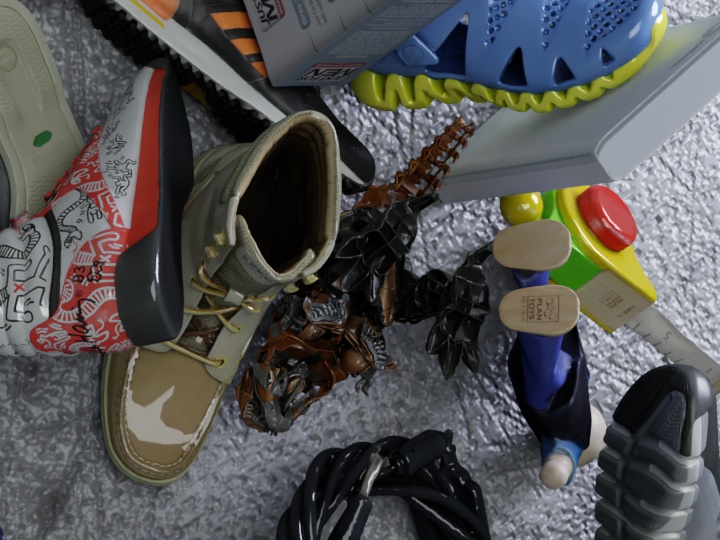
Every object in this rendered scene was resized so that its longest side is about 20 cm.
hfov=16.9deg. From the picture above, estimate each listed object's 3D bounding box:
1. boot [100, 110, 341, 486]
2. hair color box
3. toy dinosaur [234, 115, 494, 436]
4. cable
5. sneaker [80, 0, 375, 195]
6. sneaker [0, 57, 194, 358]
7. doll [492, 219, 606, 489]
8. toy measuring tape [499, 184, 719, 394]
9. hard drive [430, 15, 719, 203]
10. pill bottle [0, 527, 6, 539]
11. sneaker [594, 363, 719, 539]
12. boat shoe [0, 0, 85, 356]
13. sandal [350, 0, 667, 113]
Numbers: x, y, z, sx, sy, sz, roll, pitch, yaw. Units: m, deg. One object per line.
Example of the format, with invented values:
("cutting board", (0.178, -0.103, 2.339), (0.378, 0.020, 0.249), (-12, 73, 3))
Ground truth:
("boot", (-0.074, 0.016, 1.300), (0.072, 0.155, 0.201), (22, 76, -17))
("hair color box", (0.017, -0.186, 1.291), (0.061, 0.200, 0.099), (-6, 71, -45))
("toy dinosaur", (0.000, 0.000, 1.340), (0.102, 0.136, 0.201), (16, 85, -27))
("cable", (0.022, 0.193, 1.343), (0.163, 0.051, 0.201), (-15, 100, -48))
("sneaker", (-0.058, -0.128, 1.371), (0.200, 0.070, 0.090), (37, 75, -10))
("sneaker", (-0.147, -0.035, 1.269), (0.108, 0.067, 0.202), (-10, 43, 8))
("doll", (0.107, 0.058, 1.356), (0.048, 0.200, 0.137), (-7, 60, 7))
("toy measuring tape", (0.154, 0.001, 1.444), (0.200, 0.073, 0.074), (36, 72, -30))
("hard drive", (0.131, -0.090, 1.365), (0.132, 0.200, 0.027), (-41, 105, -20))
("pill bottle", (-0.222, 0.184, 1.248), (0.112, 0.112, 0.201), (-25, 92, -21))
("sneaker", (0.198, 0.143, 1.414), (0.115, 0.075, 0.201), (-3, 115, -31))
("boat shoe", (-0.188, -0.050, 1.323), (0.072, 0.067, 0.201), (-29, 108, -44))
("sandal", (0.073, -0.139, 1.351), (0.080, 0.199, 0.087), (-61, 140, -45))
